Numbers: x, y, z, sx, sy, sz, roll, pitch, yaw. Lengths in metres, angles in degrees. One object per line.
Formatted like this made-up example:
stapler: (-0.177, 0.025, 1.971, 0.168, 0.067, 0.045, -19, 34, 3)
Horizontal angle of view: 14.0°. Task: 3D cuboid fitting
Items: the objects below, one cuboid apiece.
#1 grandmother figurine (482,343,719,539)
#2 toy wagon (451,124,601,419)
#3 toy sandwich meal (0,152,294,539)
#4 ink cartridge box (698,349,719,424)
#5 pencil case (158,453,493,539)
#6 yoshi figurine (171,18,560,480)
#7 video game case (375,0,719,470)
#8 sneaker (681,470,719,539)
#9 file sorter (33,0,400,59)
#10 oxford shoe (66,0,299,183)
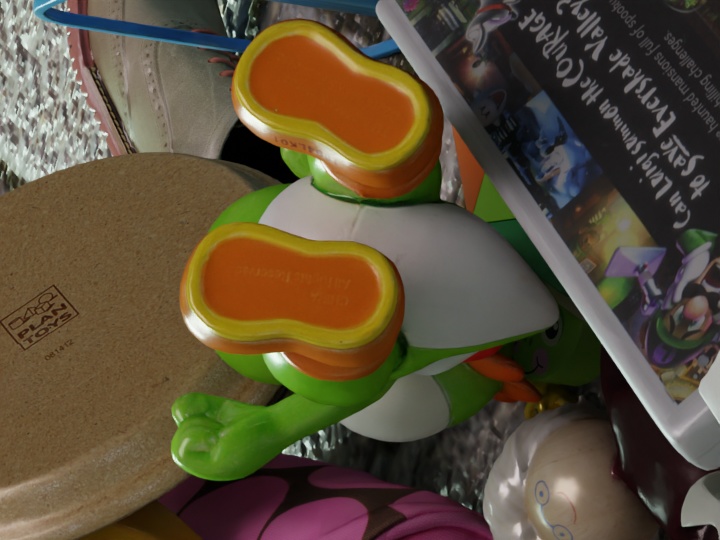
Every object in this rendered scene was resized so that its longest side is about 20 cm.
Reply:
grandmother figurine: (0.102, 0.035, 0.786, 0.200, 0.061, 0.121, -36, 65, 47)
toy wagon: (0.076, -0.044, 0.869, 0.155, 0.040, 0.200, 38, 116, 54)
toy sandwich meal: (-0.096, 0.041, 0.975, 0.205, 0.205, 0.070, 42, 164, 53)
ink cartridge box: (0.180, 0.063, 0.584, 0.084, 0.144, 0.200, -62, 38, 31)
pencil case: (-0.027, 0.110, 0.969, 0.200, 0.091, 0.094, 12, 126, 60)
yoshi figurine: (-0.015, 0.001, 0.828, 0.112, 0.112, 0.200, 61, 180, 17)
video game case: (0.110, -0.071, 0.749, 0.182, 0.023, 0.200, -41, 43, 9)
sneaker: (0.148, 0.115, 0.675, 0.089, 0.074, 0.200, -42, 65, 40)
file sorter: (-0.029, -0.177, 0.970, 0.123, 0.139, 0.200, -9, 77, 60)
oxford shoe: (-0.053, -0.059, 1.063, 0.075, 0.070, 0.200, -29, 67, 39)
